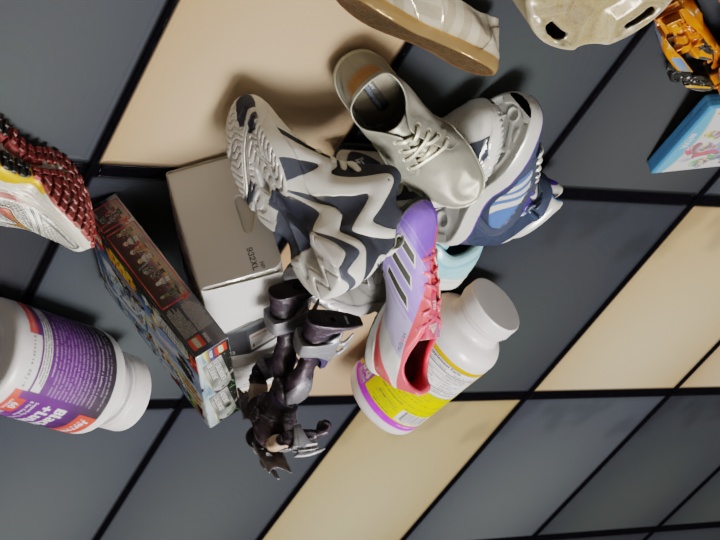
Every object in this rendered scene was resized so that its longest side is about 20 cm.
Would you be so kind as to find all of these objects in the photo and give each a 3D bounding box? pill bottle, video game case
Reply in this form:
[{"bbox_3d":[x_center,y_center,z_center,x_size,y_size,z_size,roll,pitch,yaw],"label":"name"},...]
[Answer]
[{"bbox_3d":[0.087,0.095,2.020,0.104,0.105,0.200,16,132,-44],"label":"pill bottle"},{"bbox_3d":[-0.310,0.103,1.793,0.111,0.112,0.199,-37,145,24],"label":"pill bottle"},{"bbox_3d":[0.425,-0.153,1.899,0.199,0.018,0.143,-7,157,-22],"label":"video game case"}]

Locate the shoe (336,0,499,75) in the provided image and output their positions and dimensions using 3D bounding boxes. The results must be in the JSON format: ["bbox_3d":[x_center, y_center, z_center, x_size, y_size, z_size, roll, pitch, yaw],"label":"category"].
[{"bbox_3d":[0.052,-0.230,1.565,0.199,0.070,0.054,21,87,-42],"label":"shoe"}]

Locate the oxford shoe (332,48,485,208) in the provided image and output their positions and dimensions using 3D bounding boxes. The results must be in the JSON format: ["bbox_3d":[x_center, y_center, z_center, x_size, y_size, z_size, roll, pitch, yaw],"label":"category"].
[{"bbox_3d":[0.047,-0.123,1.641,0.075,0.058,0.200,-41,120,5],"label":"oxford shoe"}]

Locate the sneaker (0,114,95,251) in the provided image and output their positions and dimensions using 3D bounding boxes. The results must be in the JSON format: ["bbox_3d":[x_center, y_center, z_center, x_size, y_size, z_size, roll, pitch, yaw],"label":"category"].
[{"bbox_3d":[-0.310,-0.074,1.574,0.082,0.078,0.200,-29,138,21],"label":"sneaker"}]

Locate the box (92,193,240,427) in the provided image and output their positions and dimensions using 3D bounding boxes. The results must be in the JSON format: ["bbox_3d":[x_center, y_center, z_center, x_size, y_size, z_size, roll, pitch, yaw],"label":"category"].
[{"bbox_3d":[-0.188,0.038,1.684,0.040,0.200,0.137,-32,152,-17],"label":"box"}]

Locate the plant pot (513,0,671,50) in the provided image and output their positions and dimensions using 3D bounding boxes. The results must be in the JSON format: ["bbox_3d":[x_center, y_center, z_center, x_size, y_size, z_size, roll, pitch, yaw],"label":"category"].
[{"bbox_3d":[0.166,-0.287,1.412,0.199,0.184,0.201,-15,148,-10],"label":"plant pot"}]

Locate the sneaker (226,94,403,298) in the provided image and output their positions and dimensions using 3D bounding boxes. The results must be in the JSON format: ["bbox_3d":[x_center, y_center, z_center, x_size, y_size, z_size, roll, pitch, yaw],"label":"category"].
[{"bbox_3d":[-0.030,-0.083,1.621,0.129,0.200,0.080,-25,165,-38],"label":"sneaker"}]

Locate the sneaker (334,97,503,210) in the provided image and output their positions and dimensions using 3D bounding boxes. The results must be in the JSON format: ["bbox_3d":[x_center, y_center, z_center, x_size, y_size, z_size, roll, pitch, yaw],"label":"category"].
[{"bbox_3d":[0.040,-0.100,1.719,0.129,0.080,0.199,1,153,-45],"label":"sneaker"}]

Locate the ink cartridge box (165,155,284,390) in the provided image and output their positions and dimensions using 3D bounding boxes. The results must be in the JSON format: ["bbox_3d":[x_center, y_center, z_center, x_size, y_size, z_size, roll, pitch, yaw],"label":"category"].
[{"bbox_3d":[-0.125,0.006,1.722,0.083,0.146,0.201,-15,148,-8],"label":"ink cartridge box"}]

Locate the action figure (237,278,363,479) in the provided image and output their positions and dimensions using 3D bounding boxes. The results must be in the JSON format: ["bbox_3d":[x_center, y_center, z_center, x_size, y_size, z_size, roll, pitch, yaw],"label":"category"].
[{"bbox_3d":[-0.066,0.108,1.657,0.069,0.130,0.201,-8,134,-33],"label":"action figure"}]

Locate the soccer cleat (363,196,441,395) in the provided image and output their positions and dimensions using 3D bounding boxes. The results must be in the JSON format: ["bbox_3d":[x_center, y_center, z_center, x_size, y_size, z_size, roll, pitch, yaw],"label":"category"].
[{"bbox_3d":[0.054,0.026,1.704,0.068,0.073,0.201,-15,127,-39],"label":"soccer cleat"}]

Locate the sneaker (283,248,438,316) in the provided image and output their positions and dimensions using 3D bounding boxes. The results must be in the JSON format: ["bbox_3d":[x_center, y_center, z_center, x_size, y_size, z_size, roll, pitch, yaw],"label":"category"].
[{"bbox_3d":[0.000,0.000,1.758,0.199,0.074,0.083,5,103,-47],"label":"sneaker"}]

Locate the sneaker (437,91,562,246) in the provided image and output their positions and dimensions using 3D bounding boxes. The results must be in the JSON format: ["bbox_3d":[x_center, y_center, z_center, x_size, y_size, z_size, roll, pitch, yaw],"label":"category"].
[{"bbox_3d":[0.162,-0.105,1.800,0.146,0.081,0.201,-8,141,-41],"label":"sneaker"}]

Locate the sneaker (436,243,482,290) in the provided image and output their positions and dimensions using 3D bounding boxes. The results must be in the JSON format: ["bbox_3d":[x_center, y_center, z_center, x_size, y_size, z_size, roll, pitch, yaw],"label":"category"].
[{"bbox_3d":[0.048,-0.026,1.853,0.199,0.074,0.082,-4,142,-42],"label":"sneaker"}]

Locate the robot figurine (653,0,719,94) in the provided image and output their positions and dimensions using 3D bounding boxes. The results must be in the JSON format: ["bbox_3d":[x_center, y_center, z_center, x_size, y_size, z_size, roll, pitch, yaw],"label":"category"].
[{"bbox_3d":[0.356,-0.232,1.724,0.144,0.059,0.200,-29,148,17],"label":"robot figurine"}]
